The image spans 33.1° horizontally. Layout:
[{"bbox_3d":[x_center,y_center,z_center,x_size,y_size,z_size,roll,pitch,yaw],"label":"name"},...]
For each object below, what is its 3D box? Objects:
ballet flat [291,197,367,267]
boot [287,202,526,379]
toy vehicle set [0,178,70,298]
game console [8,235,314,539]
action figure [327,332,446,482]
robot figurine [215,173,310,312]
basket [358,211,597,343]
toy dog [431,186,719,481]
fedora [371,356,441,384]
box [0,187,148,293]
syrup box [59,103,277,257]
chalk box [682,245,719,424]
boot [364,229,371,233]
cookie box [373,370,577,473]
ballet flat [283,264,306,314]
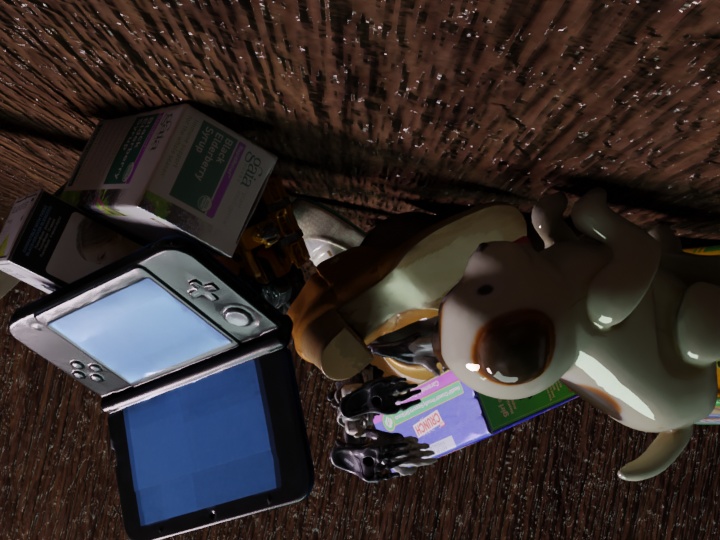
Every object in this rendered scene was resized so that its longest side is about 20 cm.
[{"bbox_3d":[0.000,0.000,1.206,0.199,0.063,0.068,32,151,2],"label":"ballet flat"},{"bbox_3d":[0.027,-0.001,0.965,0.071,0.200,0.144,53,179,-22],"label":"boot"},{"bbox_3d":[-0.307,-0.037,1.163,0.027,0.200,0.124,50,161,-18],"label":"toy vehicle set"},{"bbox_3d":[-0.147,0.092,0.864,0.199,0.119,0.170,-22,132,34],"label":"game console"},{"bbox_3d":[0.022,0.113,1.009,0.101,0.121,0.200,3,-173,0],"label":"action figure"},{"bbox_3d":[-0.105,-0.038,1.016,0.058,0.146,0.199,-26,-165,-23],"label":"robot figurine"},{"bbox_3d":[0.121,0.019,1.051,0.198,0.138,0.179,3,180,43],"label":"basket"},{"bbox_3d":[0.145,0.038,0.825,0.198,0.196,0.139,6,-169,-22],"label":"toy dog"},{"bbox_3d":[0.081,0.064,1.377,0.198,0.203,0.082,11,176,12],"label":"fedora"},{"bbox_3d":[-0.185,0.011,0.954,0.199,0.061,0.116,30,168,-23],"label":"box"},{"bbox_3d":[-0.147,-0.064,0.888,0.081,0.079,0.199,29,169,-26],"label":"syrup box"},{"bbox_3d":[0.304,0.062,1.004,0.123,0.126,0.199,-7,163,44],"label":"chalk box"},{"bbox_3d":[0.064,-0.005,1.267,0.142,0.072,0.201,5,-176,-5],"label":"boot"},{"bbox_3d":[0.136,0.123,1.219,0.199,0.076,0.171,-17,170,-38],"label":"cookie box"},{"bbox_3d":[-0.086,-0.005,1.149,0.057,0.066,0.201,55,-169,-27],"label":"ballet flat"}]
